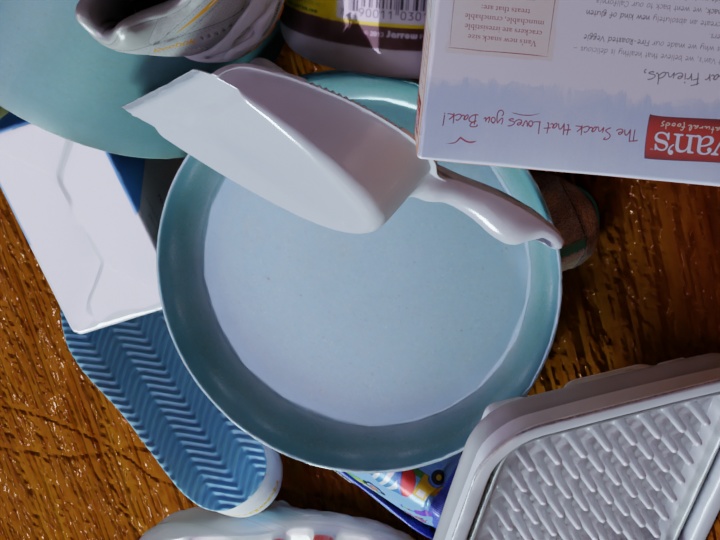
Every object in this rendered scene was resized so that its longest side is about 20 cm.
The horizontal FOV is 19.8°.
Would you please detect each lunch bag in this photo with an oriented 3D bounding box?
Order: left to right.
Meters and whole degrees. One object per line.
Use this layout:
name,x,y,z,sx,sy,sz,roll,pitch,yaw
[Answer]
lunch bag,0.002,0.079,1.142,0.150,0.094,0.200,33,164,10

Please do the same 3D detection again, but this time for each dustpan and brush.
dustpan and brush,0.003,-0.047,0.928,0.200,0.057,0.140,34,166,-16

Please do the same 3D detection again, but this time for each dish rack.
dish rack,0.106,0.118,1.037,0.044,0.171,0.200,59,149,36

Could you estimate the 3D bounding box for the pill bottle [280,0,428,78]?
pill bottle,0.023,-0.192,0.906,0.109,0.109,0.200,18,112,35

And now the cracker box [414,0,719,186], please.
cracker box,0.097,-0.140,0.837,0.134,0.058,0.200,6,106,-2

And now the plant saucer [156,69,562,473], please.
plant saucer,0.000,0.000,1.002,0.200,0.027,0.201,3,105,12

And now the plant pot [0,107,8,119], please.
plant pot,-0.273,-0.134,1.213,0.200,0.200,0.190,50,153,4

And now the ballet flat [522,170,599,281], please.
ballet flat,0.027,-0.033,1.064,0.200,0.067,0.068,10,124,40

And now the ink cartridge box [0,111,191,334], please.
ink cartridge box,-0.116,-0.064,1.110,0.067,0.200,0.116,-18,108,22

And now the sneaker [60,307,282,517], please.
sneaker,-0.118,0.067,1.264,0.200,0.076,0.081,58,-179,18

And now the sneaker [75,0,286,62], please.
sneaker,-0.052,-0.166,0.838,0.076,0.092,0.200,37,119,22

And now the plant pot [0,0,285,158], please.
plant pot,-0.103,-0.181,0.997,0.201,0.200,0.161,44,126,11

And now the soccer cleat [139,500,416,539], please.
soccer cleat,-0.046,0.170,1.284,0.200,0.078,0.069,-2,114,22
